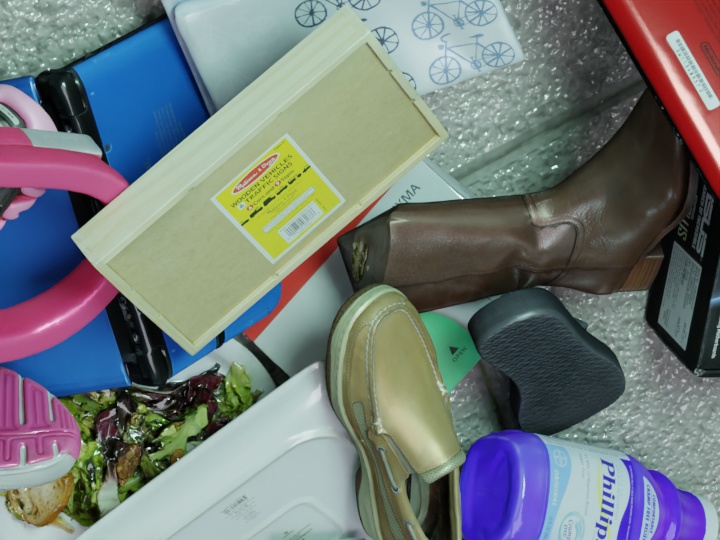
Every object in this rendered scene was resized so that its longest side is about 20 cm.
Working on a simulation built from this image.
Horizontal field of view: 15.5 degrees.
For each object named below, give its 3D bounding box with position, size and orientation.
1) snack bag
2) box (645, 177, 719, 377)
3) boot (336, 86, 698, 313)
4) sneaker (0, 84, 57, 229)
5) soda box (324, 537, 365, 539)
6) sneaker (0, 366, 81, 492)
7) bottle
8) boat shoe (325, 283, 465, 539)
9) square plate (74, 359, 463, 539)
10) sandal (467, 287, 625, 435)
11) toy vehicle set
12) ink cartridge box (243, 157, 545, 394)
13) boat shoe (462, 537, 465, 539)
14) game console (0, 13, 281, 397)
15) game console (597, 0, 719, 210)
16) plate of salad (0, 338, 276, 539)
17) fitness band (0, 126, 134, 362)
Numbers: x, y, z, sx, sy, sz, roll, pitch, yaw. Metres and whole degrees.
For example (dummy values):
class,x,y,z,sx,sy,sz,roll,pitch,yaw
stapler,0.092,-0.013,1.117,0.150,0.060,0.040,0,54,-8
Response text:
class,x,y,z,sx,sy,sz,roll,pitch,yaw
snack bag,-0.025,-0.173,1.497,0.188,0.021,0.200,-17,121,11
box,0.288,-0.038,1.701,0.164,0.086,0.200,0,114,-20
boot,0.091,-0.041,1.575,0.200,0.064,0.186,-4,136,-14
sneaker,-0.244,-0.012,1.489,0.079,0.095,0.200,33,120,12
soda box,-0.050,0.258,1.696,0.068,0.064,0.200,1,135,-30
sneaker,-0.256,0.116,1.578,0.200,0.081,0.088,-5,135,16
bottle,0.154,0.158,1.742,0.200,0.065,0.084,15,78,-40
boat shoe,0.034,0.098,1.586,0.072,0.076,0.200,-33,133,-22
square plate,-0.048,0.161,1.668,0.200,0.028,0.198,-37,139,10
sandal,0.118,0.051,1.671,0.076,0.043,0.200,-24,151,4
toy vehicle set,-0.053,-0.048,1.491,0.200,0.027,0.124,-40,145,0
ink cartridge box,0.000,0.000,1.643,0.200,0.050,0.161,37,98,-31
boat shoe,0.044,0.260,1.769,0.091,0.071,0.200,10,123,-42
game console,-0.162,-0.037,1.573,0.171,0.118,0.200,-33,117,-38
game console,0.232,-0.133,1.561,0.172,0.119,0.200,-29,86,-11
plate of salad,-0.139,0.122,1.653,0.200,0.048,0.200,-7,116,-16
fitness band,-0.206,-0.010,1.440,0.200,0.037,0.144,2,125,-45
